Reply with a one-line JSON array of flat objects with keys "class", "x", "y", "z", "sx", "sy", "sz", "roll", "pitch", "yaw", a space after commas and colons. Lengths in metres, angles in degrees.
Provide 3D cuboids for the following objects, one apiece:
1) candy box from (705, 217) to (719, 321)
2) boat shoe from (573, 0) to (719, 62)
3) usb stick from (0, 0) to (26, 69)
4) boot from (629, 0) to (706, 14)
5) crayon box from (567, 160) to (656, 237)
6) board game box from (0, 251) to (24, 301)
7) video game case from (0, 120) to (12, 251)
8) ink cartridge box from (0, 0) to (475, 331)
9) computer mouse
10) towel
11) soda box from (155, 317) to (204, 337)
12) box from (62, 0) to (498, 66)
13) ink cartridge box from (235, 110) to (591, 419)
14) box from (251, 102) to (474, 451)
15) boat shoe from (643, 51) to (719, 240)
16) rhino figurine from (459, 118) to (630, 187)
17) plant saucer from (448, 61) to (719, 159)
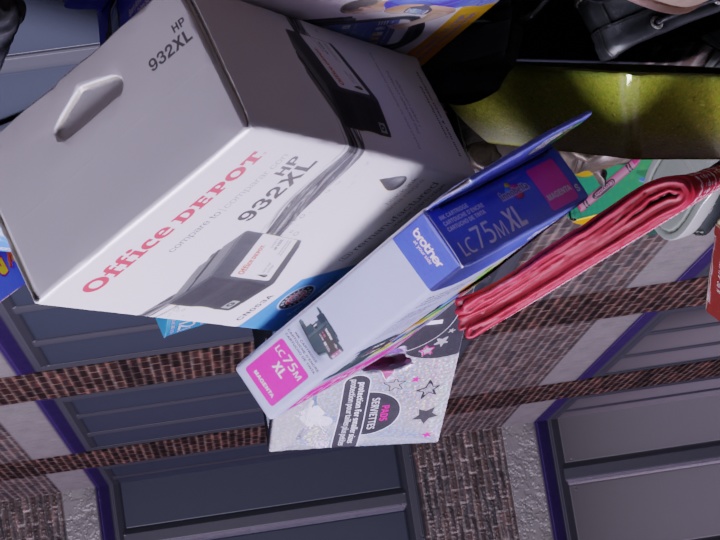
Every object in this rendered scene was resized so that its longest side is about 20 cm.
[{"class": "candy box", "x": 0.307, "y": -0.048, "z": 1.354, "sx": 0.200, "sy": 0.055, "sz": 0.116, "roll": -41, "pitch": 156, "yaw": -17}, {"class": "boat shoe", "x": 0.200, "y": -0.137, "z": 1.122, "sx": 0.199, "sy": 0.066, "sz": 0.074, "roll": -2, "pitch": 166, "yaw": -31}, {"class": "usb stick", "x": -0.207, "y": -0.101, "z": 1.068, "sx": 0.055, "sy": 0.033, "sz": 0.200, "roll": -6, "pitch": 169, "yaw": -19}, {"class": "boot", "x": 0.198, "y": -0.175, "z": 0.959, "sx": 0.200, "sy": 0.070, "sz": 0.146, "roll": -1, "pitch": 161, "yaw": -39}, {"class": "crayon box", "x": 0.253, "y": -0.077, "z": 1.490, "sx": 0.199, "sy": 0.058, "sz": 0.119, "roll": -15, "pitch": 168, "yaw": 28}, {"class": "board game box", "x": -0.320, "y": 0.020, "z": 1.417, "sx": 0.200, "sy": 0.045, "sz": 0.134, "roll": -15, "pitch": -165, "yaw": 29}, {"class": "video game case", "x": -0.166, "y": -0.053, "z": 1.319, "sx": 0.181, "sy": 0.046, "sz": 0.200, "roll": -18, "pitch": 166, "yaw": 35}, {"class": "ink cartridge box", "x": -0.060, "y": -0.047, "z": 1.027, "sx": 0.145, "sy": 0.084, "sz": 0.200, "roll": -37, "pitch": 157, "yaw": 25}, {"class": "computer mouse", "x": 0.078, "y": -0.133, "z": 1.081, "sx": 0.034, "sy": 0.059, "sz": 0.200, "roll": 16, "pitch": 157, "yaw": -26}, {"class": "towel", "x": 0.133, "y": -0.019, "z": 1.153, "sx": 0.144, "sy": 0.023, "sz": 0.200, "roll": -32, "pitch": 177, "yaw": 19}, {"class": "soda box", "x": -0.088, "y": -0.043, "z": 1.205, "sx": 0.064, "sy": 0.068, "sz": 0.200, "roll": -17, "pitch": 155, "yaw": -19}, {"class": "box", "x": -0.040, "y": -0.130, "z": 1.038, "sx": 0.199, "sy": 0.042, "sz": 0.119, "roll": -7, "pitch": 169, "yaw": -22}, {"class": "ink cartridge box", "x": 0.034, "y": -0.001, "z": 1.085, "sx": 0.119, "sy": 0.042, "sz": 0.200, "roll": -28, "pitch": 169, "yaw": -48}, {"class": "box", "x": 0.000, "y": 0.000, "z": 1.278, "sx": 0.114, "sy": 0.132, "sz": 0.200, "roll": -3, "pitch": 140, "yaw": -10}, {"class": "boat shoe", "x": 0.244, "y": -0.091, "z": 1.344, "sx": 0.060, "sy": 0.076, "sz": 0.200, "roll": -13, "pitch": 159, "yaw": -27}, {"class": "rhino figurine", "x": 0.112, "y": -0.080, "z": 1.367, "sx": 0.199, "sy": 0.060, "sz": 0.087, "roll": -5, "pitch": 165, "yaw": -28}, {"class": "plant saucer", "x": 0.166, "y": -0.091, "z": 1.205, "sx": 0.199, "sy": 0.048, "sz": 0.200, "roll": -2, "pitch": -172, "yaw": -31}]
